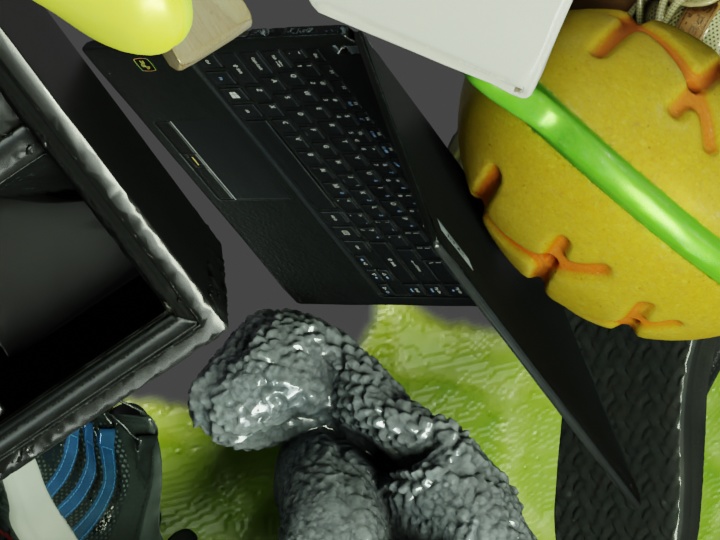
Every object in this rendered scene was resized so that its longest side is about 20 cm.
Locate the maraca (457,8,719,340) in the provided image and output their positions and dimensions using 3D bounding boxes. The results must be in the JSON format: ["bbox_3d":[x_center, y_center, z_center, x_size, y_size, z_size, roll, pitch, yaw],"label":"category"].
[{"bbox_3d":[0.083,-0.047,1.008,0.200,0.137,0.107,36,97,-24],"label":"maraca"}]

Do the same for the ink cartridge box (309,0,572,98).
[{"bbox_3d":[0.060,-0.170,0.950,0.084,0.200,0.146,23,118,0],"label":"ink cartridge box"}]

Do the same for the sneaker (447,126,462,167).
[{"bbox_3d":[0.122,-0.058,1.150,0.200,0.089,0.077,-31,133,-1],"label":"sneaker"}]

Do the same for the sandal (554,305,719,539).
[{"bbox_3d":[0.118,0.028,1.116,0.048,0.075,0.201,7,93,-58],"label":"sandal"}]

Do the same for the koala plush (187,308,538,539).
[{"bbox_3d":[-0.033,0.154,1.134,0.200,0.184,0.178,-38,138,-23],"label":"koala plush"}]

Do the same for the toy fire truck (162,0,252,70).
[{"bbox_3d":[-0.050,-0.190,0.952,0.176,0.129,0.200,-18,143,-14],"label":"toy fire truck"}]

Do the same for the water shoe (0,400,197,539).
[{"bbox_3d":[-0.128,0.070,1.151,0.079,0.071,0.200,-42,140,-22],"label":"water shoe"}]

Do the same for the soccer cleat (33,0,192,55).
[{"bbox_3d":[-0.139,-0.133,0.884,0.084,0.200,0.065,-47,-175,-33],"label":"soccer cleat"}]

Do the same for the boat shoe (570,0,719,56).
[{"bbox_3d":[0.133,-0.105,1.081,0.200,0.074,0.076,15,115,1],"label":"boat shoe"}]

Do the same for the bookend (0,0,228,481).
[{"bbox_3d":[-0.183,-0.016,0.989,0.199,0.092,0.200,-33,108,7],"label":"bookend"}]

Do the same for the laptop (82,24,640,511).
[{"bbox_3d":[0.000,0.000,1.052,0.177,0.200,0.103,52,50,-42],"label":"laptop"}]
